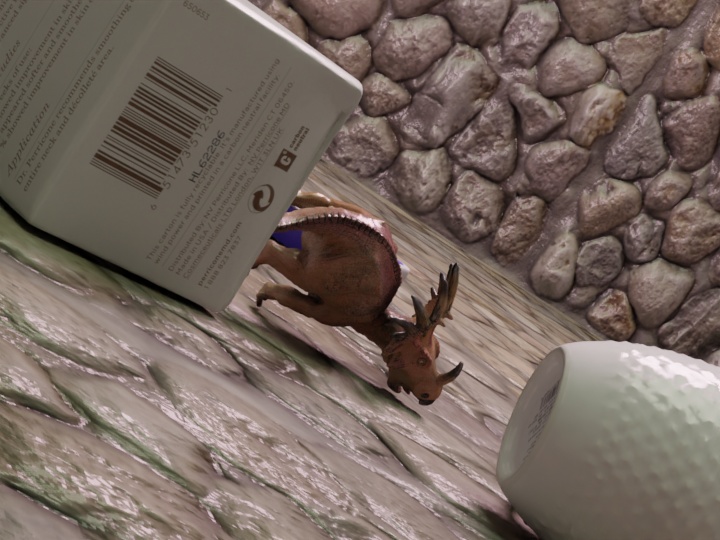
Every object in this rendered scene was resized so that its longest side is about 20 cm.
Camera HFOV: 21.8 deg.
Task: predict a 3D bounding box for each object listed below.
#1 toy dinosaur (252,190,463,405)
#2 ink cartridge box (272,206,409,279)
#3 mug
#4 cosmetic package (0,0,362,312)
[{"bbox_3d":[0.000,0.000,1.218,0.135,0.086,0.200,19,-19,24],"label":"toy dinosaur"},{"bbox_3d":[-0.068,-0.051,1.669,0.197,0.044,0.200,36,4,19],"label":"ink cartridge box"},{"bbox_3d":[0.168,0.129,1.117,0.174,0.149,0.200,26,-24,-8],"label":"mug"},{"bbox_3d":[-0.142,-0.112,1.122,0.166,0.168,0.200,27,10,-47],"label":"cosmetic package"}]
